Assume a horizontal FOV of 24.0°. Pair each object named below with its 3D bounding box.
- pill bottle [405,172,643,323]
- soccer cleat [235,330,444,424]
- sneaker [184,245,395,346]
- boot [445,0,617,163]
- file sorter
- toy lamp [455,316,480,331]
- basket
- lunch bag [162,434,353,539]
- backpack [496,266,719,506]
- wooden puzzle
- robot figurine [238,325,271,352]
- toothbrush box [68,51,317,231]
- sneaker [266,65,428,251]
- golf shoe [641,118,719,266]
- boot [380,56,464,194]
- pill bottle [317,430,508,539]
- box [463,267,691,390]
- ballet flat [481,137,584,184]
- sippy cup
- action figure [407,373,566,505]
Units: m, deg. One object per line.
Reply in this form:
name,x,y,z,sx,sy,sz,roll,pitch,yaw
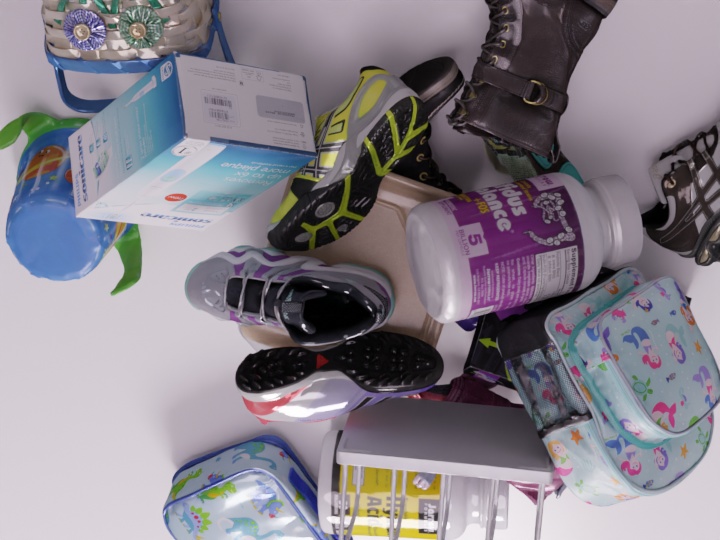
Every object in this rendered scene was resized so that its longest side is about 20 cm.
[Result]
pill bottle,0.150,-0.027,1.537,0.199,0.112,0.113,-14,122,-14
soccer cleat,-0.016,0.107,1.594,0.198,0.069,0.073,-7,137,12
sneaker,-0.071,0.025,1.534,0.198,0.140,0.078,2,98,5
boot,0.123,-0.204,1.511,0.199,0.069,0.175,26,95,-11
file sorter,0.083,0.208,1.621,0.198,0.139,0.125,4,110,6
toy lamp,0.166,0.063,1.715,0.199,0.058,0.058,31,120,-12
basket,-0.210,-0.224,1.544,0.175,0.140,0.201,-3,141,9
lunch bag,-0.107,0.285,1.872,0.160,0.083,0.200,-26,115,22
backpack,0.240,0.110,1.559,0.150,0.177,0.201,-17,96,46
wooden puzzle,0.000,0.000,1.613,0.184,0.037,0.201,19,101,4
robot figurine,-0.044,0.064,1.709,0.200,0.113,0.169,49,154,-21
toothbrush box,-0.158,-0.113,1.558,0.146,0.086,0.200,6,158,-39
sneaker,-0.019,-0.099,1.554,0.200,0.077,0.075,-47,144,19
golf shoe,0.322,-0.097,1.583,0.094,0.078,0.201,15,121,-1
boot,0.062,-0.100,1.618,0.150,0.073,0.200,41,122,-16
pill bottle,0.058,0.229,1.798,0.198,0.112,0.112,1,122,6
box,0.215,0.063,1.667,0.199,0.144,0.036,19,165,-6
ballet flat,0.167,-0.092,1.623,0.074,0.074,0.201,-22,114,19
sippy cup,-0.284,-0.060,1.656,0.177,0.131,0.140,22,122,-7
action figure,0.135,0.158,1.703,0.199,0.135,0.149,25,152,-12
